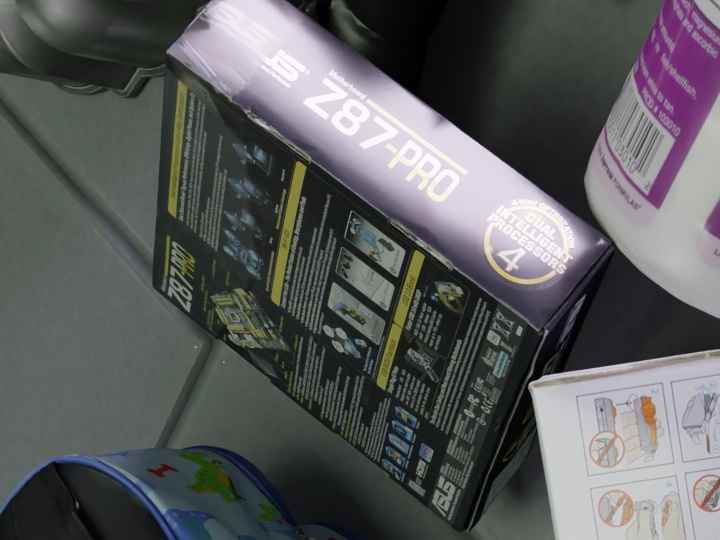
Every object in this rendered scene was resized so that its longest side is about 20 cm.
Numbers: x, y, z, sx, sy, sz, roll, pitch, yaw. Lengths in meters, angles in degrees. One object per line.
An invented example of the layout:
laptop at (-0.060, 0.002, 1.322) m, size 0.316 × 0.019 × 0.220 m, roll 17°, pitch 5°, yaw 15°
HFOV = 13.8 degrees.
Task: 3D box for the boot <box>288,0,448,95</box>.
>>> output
boot at (-0.035, -0.122, 1.174) m, size 0.200 × 0.076 × 0.169 m, roll 45°, pitch 125°, yaw 37°

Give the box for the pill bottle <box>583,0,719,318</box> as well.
pill bottle at (0.159, -0.087, 0.958) m, size 0.112 × 0.112 × 0.201 m, roll 44°, pitch 122°, yaw 33°

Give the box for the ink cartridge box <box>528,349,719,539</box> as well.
ink cartridge box at (0.127, 0.129, 1.006) m, size 0.083 × 0.176 × 0.201 m, roll -10°, pitch 86°, yaw 14°

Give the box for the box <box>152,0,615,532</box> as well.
box at (0.000, 0.000, 1.063) m, size 0.161 × 0.049 × 0.200 m, roll 35°, pitch 157°, yaw 11°

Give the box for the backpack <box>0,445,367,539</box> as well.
backpack at (-0.061, 0.172, 1.173) m, size 0.200 × 0.147 × 0.183 m, roll 50°, pitch 122°, yaw 24°

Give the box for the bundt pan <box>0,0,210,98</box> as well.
bundt pan at (-0.137, -0.173, 1.275) m, size 0.201 × 0.075 × 0.203 m, roll 5°, pitch 97°, yaw 44°
